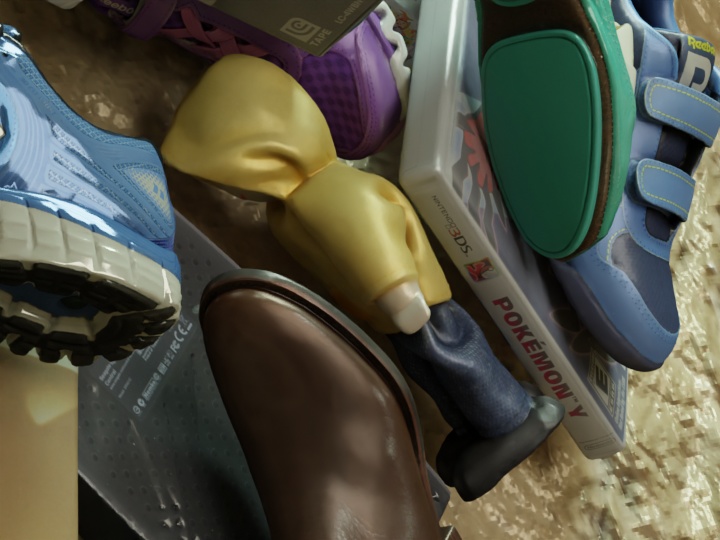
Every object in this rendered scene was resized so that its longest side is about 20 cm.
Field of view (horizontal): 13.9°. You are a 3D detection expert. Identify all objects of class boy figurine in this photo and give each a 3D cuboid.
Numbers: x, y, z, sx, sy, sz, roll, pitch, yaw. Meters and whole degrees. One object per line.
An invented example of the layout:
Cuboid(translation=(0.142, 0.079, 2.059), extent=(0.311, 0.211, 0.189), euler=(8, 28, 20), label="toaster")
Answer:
Cuboid(translation=(0.000, 0.000, 1.186), extent=(0.064, 0.124, 0.200), euler=(-43, 104, -3), label="boy figurine")

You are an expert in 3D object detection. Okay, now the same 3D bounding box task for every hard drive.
Cuboid(translation=(-0.060, 0.067, 1.130), extent=(0.200, 0.042, 0.135), euler=(45, 44, -17), label="hard drive")

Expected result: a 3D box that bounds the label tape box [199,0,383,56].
Cuboid(translation=(-0.074, -0.193, 1.155), extent=(0.199, 0.066, 0.144), euler=(25, 55, -23), label="label tape box")

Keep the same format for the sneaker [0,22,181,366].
Cuboid(translation=(-0.149, -0.038, 0.944), extent=(0.199, 0.078, 0.090), euler=(20, 53, -27), label="sneaker")

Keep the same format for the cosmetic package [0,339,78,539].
Cuboid(translation=(-0.148, 0.111, 0.976), extent=(0.071, 0.105, 0.201), euler=(18, 57, -35), label="cosmetic package")

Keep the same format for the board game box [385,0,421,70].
Cuboid(translation=(-0.011, -0.185, 1.331), extent=(0.200, 0.034, 0.135), euler=(38, 46, -23), label="board game box")

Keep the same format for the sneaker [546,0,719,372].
Cuboid(translation=(0.114, -0.058, 1.247), extent=(0.074, 0.082, 0.201), euler=(21, 57, -63), label="sneaker")

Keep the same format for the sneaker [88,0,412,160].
Cuboid(translation=(-0.065, -0.117, 1.213), extent=(0.200, 0.080, 0.088), euler=(48, 48, -4), label="sneaker")

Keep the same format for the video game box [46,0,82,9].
Cuboid(translation=(-0.164, -0.208, 1.015), extent=(0.199, 0.047, 0.183), euler=(24, 48, -43), label="video game box")

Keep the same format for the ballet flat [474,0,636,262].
Cuboid(translation=(0.080, -0.107, 1.190), extent=(0.070, 0.067, 0.201), euler=(-28, 109, -45), label="ballet flat")

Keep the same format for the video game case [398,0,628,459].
Cuboid(translation=(0.074, -0.049, 1.282), extent=(0.183, 0.023, 0.201), euler=(54, 30, -37), label="video game case")

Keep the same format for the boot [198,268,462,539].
Cuboid(translation=(-0.027, 0.120, 1.027), extent=(0.187, 0.064, 0.200), euler=(56, 32, -18), label="boot")
